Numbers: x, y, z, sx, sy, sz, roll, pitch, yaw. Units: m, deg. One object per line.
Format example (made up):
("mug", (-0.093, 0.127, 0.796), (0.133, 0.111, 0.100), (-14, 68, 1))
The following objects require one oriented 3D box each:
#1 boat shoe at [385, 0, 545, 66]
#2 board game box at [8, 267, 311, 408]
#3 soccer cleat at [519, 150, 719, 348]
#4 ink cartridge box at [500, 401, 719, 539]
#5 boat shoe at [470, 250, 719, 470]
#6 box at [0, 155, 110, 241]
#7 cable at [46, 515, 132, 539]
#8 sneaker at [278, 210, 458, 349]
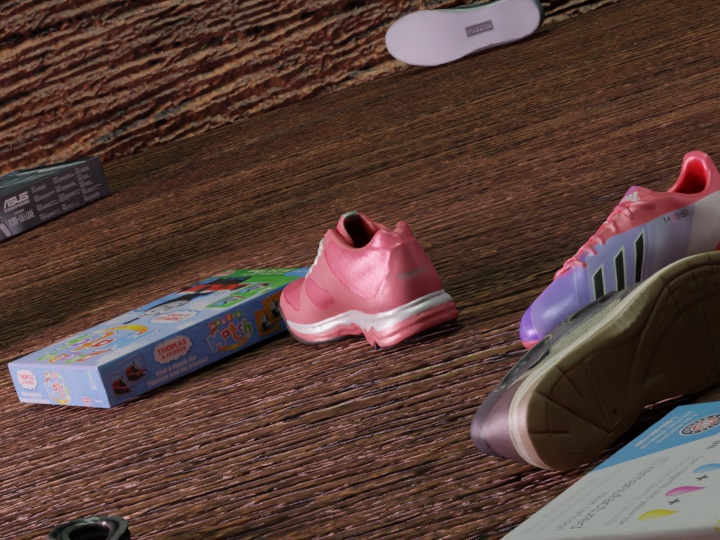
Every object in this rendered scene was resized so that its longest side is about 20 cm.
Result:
("boat shoe", (0.131, -0.291, 3.372), (0.199, 0.069, 0.057), (-9, 4, 15))
("board game box", (-0.138, 0.048, 2.026), (0.199, 0.037, 0.151), (-25, 12, -30))
("soccer cleat", (0.159, -0.009, 1.674), (0.200, 0.077, 0.067), (-26, 13, -41))
("ink cartridge box", (0.169, 0.109, 0.852), (0.199, 0.126, 0.128), (-11, 12, 39))
("boat shoe", (0.133, 0.044, 1.451), (0.065, 0.072, 0.200), (-1, 25, 46))
("box", (-0.408, -0.070, 3.144), (0.157, 0.050, 0.200), (-7, 14, 47))
("cable", (-0.143, 0.147, 1.435), (0.097, 0.051, 0.200), (-15, 11, 12))
("sneaker", (0.000, 0.000, 1.888), (0.073, 0.087, 0.200), (-21, 10, -26))
